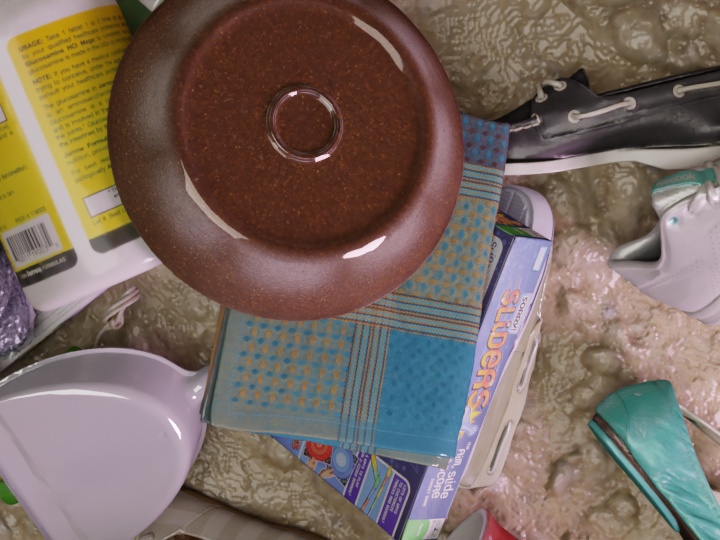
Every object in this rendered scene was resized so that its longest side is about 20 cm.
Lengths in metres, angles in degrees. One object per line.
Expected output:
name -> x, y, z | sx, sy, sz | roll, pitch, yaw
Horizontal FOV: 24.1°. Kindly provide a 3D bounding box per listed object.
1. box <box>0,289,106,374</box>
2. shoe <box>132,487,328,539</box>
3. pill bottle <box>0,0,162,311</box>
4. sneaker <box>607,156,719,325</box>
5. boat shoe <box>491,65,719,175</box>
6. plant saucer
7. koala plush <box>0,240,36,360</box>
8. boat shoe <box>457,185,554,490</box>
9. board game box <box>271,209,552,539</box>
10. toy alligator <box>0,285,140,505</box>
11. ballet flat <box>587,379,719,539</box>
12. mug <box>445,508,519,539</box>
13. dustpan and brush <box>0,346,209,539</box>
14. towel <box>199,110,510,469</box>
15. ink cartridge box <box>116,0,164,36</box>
box -> -0.185, 0.004, 1.087 | 0.200, 0.039, 0.041 | -38, 94, 15
shoe -> -0.108, 0.185, 1.104 | 0.199, 0.053, 0.070 | 10, 103, 8
pill bottle -> -0.169, -0.089, 0.931 | 0.112, 0.112, 0.201 | -21, 95, 14
sneaker -> 0.210, -0.041, 0.943 | 0.088, 0.075, 0.200 | 20, 138, -13
boat shoe -> 0.135, -0.089, 0.993 | 0.199, 0.074, 0.061 | -3, 101, 8
plant saucer -> -0.033, -0.075, 0.896 | 0.199, 0.037, 0.201 | 3, 80, -16
koala plush -> -0.265, -0.039, 1.007 | 0.183, 0.177, 0.201 | -21, 77, 7
boat shoe -> 0.079, 0.044, 1.041 | 0.072, 0.062, 0.201 | 37, 113, 48
board game box -> 0.026, 0.045, 1.021 | 0.135, 0.034, 0.201 | 35, 111, 42
toy alligator -> -0.196, 0.095, 1.098 | 0.054, 0.059, 0.200 | 46, 105, -2
ballet flat -> 0.220, 0.151, 1.035 | 0.070, 0.067, 0.200 | -34, 96, 1
mug -> 0.117, 0.264, 1.063 | 0.200, 0.178, 0.134 | 33, 67, -2
dustpan and brush -> -0.126, 0.090, 1.057 | 0.199, 0.057, 0.140 | -23, 117, 11
towel -> 0.000, 0.000, 0.929 | 0.146, 0.022, 0.201 | 13, 80, -13
ink cartridge box -> -0.143, -0.181, 1.001 | 0.146, 0.048, 0.200 | 44, 108, 37
